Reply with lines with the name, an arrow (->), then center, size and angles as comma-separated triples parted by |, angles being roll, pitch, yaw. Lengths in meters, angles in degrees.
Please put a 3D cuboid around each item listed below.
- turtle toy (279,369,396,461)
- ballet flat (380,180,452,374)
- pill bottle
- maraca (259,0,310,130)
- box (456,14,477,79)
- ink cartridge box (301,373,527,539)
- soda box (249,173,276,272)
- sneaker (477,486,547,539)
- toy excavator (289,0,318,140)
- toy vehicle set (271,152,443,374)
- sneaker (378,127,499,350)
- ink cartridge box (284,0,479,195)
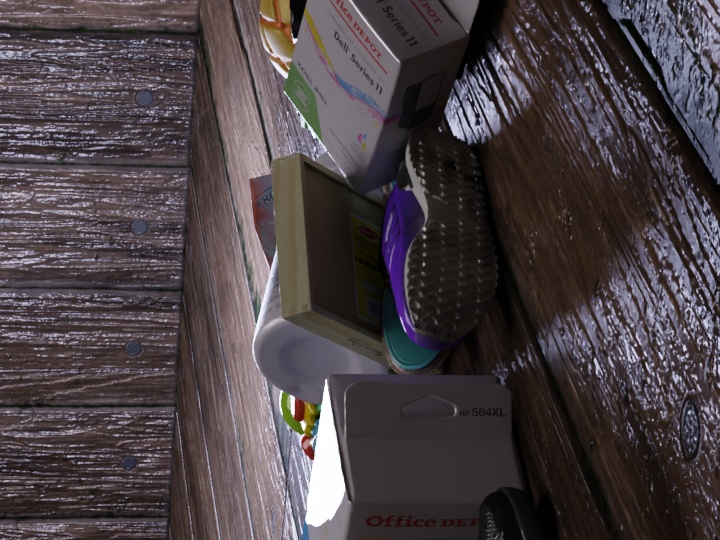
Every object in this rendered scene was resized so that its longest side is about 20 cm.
turtle toy -> -0.013, 0.112, 1.912 | 0.200, 0.100, 0.147 | 151, 119, -79
ballet flat -> 0.048, 0.001, 1.706 | 0.072, 0.067, 0.201 | 67, -163, -61
pill bottle -> -0.016, 0.001, 1.818 | 0.114, 0.113, 0.201 | 102, 180, -49
maraca -> -0.045, -0.224, 2.101 | 0.201, 0.106, 0.138 | 101, 164, -48
box -> 0.061, -0.269, 1.663 | 0.201, 0.046, 0.160 | 101, 165, -48
ink cartridge box -> 0.036, 0.168, 1.549 | 0.126, 0.127, 0.201 | -101, 15, -48
soda box -> -0.045, -0.004, 2.030 | 0.201, 0.068, 0.064 | 72, -173, -47
sneaker -> 0.068, 0.237, 1.410 | 0.076, 0.113, 0.201 | 138, 134, -74
toy excavator -> -0.002, -0.139, 1.955 | 0.200, 0.099, 0.196 | 72, -165, -77
toy vehicle set -> 0.000, 0.000, 1.699 | 0.200, 0.026, 0.125 | 28, -127, -54
sneaker -> 0.049, -0.002, 1.608 | 0.201, 0.069, 0.100 | -87, 18, -45
ink cartridge box -> 0.013, -0.166, 1.634 | 0.117, 0.067, 0.201 | 54, 151, 24
